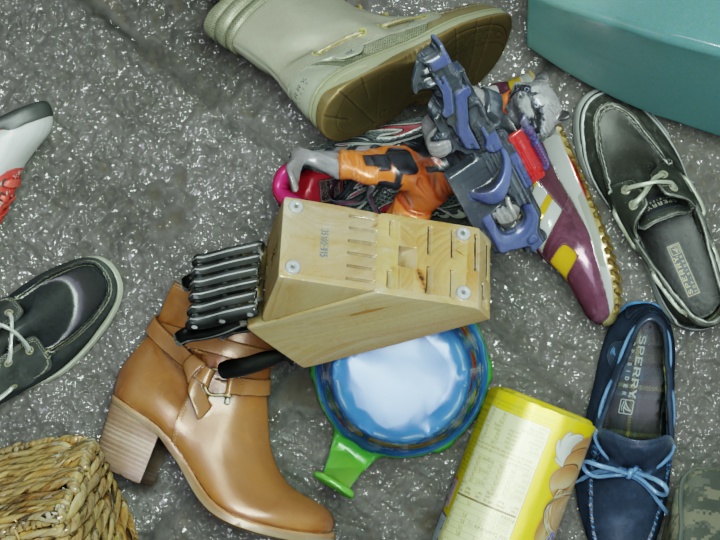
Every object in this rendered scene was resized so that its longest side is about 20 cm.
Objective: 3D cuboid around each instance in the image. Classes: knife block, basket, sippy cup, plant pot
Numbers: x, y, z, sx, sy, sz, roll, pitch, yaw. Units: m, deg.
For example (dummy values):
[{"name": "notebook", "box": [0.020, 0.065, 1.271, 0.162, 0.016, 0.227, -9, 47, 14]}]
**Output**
[{"name": "knife block", "box": [-0.025, 0.026, 1.275, 0.199, 0.176, 0.064, 8, 60, -10]}, {"name": "basket", "box": [-0.260, 0.224, 1.345, 0.200, 0.143, 0.149, -18, 112, 13]}, {"name": "sippy cup", "box": [0.029, 0.074, 1.340, 0.139, 0.130, 0.178, -4, 89, 2]}, {"name": "plant pot", "box": [0.227, -0.196, 1.322, 0.200, 0.141, 0.142, 15, 73, 10]}]

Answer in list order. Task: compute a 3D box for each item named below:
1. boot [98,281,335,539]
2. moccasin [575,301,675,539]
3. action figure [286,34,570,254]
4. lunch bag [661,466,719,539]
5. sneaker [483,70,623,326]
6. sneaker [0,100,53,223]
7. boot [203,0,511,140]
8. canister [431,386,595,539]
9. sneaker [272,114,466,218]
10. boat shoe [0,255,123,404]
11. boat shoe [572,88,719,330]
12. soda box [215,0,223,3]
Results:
[{"name": "boot", "box": [-0.087, 0.108, 1.374, 0.200, 0.074, 0.155, 24, 85, -1]}, {"name": "moccasin", "box": [0.195, 0.124, 1.365, 0.080, 0.068, 0.201, 0, 91, 1]}, {"name": "action figure", "box": [0.044, -0.092, 1.243, 0.193, 0.105, 0.200, -19, 133, 2]}, {"name": "lunch bag", "box": [0.303, 0.259, 1.327, 0.199, 0.139, 0.168, 12, 124, 3]}, {"name": "sneaker", "box": [0.129, -0.044, 1.375, 0.090, 0.075, 0.200, -22, 82, 10]}, {"name": "sneaker", "box": [-0.290, -0.033, 1.384, 0.201, 0.067, 0.108, -35, 89, 4]}, {"name": "boot", "box": [0.001, -0.180, 1.368, 0.200, 0.072, 0.155, -26, 51, -34]}, {"name": "canister", "box": [0.096, 0.189, 1.328, 0.086, 0.149, 0.200, 21, 88, 2]}, {"name": "sneaker", "box": [0.031, -0.071, 1.337, 0.200, 0.075, 0.081, -19, 75, 23]}, {"name": "boat shoe", "box": [-0.265, 0.060, 1.381, 0.200, 0.068, 0.072, -35, 87, -1]}, {"name": "boat shoe", "box": [0.223, -0.050, 1.370, 0.071, 0.064, 0.200, -28, 87, 1]}, {"name": "soda box", "box": [-0.150, -0.290, 1.386, 0.200, 0.063, 0.071, 44, 89, 1]}]
